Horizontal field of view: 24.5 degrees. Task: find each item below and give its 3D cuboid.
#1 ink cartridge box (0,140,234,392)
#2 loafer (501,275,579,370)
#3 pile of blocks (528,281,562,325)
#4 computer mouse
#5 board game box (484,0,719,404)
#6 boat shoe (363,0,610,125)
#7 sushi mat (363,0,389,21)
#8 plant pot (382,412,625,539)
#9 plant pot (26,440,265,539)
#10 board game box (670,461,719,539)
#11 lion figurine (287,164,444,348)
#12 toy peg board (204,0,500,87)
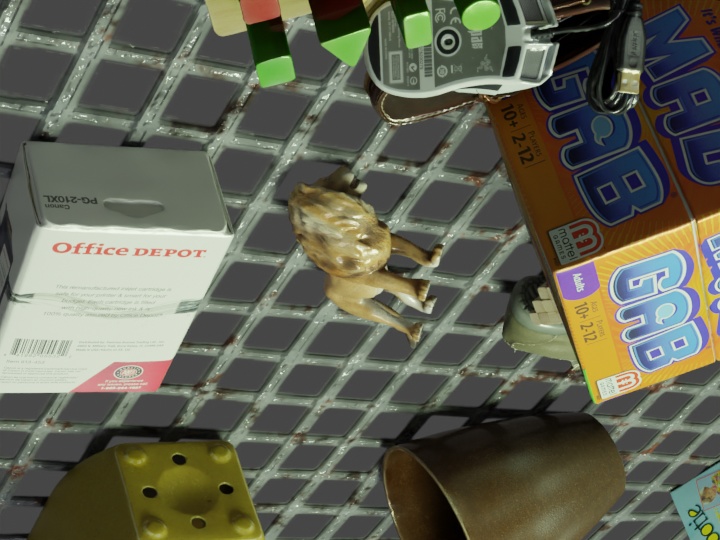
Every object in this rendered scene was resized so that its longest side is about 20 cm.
[{"bbox_3d":[-0.196,0.002,1.221,0.144,0.085,0.200,1,142,-26],"label":"ink cartridge box"},{"bbox_3d":[0.213,0.050,1.498,0.199,0.075,0.070,11,142,-23],"label":"loafer"},{"bbox_3d":[0.228,-0.021,1.421,0.199,0.082,0.062,-25,103,-13],"label":"pile of blocks"},{"bbox_3d":[0.097,-0.155,1.095,0.199,0.110,0.044,1,-175,27],"label":"computer mouse"},{"bbox_3d":[0.221,-0.059,1.229,0.199,0.200,0.200,-21,145,4],"label":"board game box"},{"bbox_3d":[0.094,-0.155,1.157,0.200,0.071,0.070,-30,143,17],"label":"boat shoe"},{"bbox_3d":[0.049,-0.230,1.081,0.095,0.012,0.200,17,131,-40],"label":"sushi mat"},{"bbox_3d":[0.153,0.219,1.624,0.199,0.187,0.187,-23,148,-20],"label":"plant pot"},{"bbox_3d":[-0.180,0.262,1.501,0.193,0.196,0.200,1,134,-26],"label":"plant pot"},{"bbox_3d":[0.470,0.254,1.857,0.200,0.105,0.103,-37,142,25],"label":"board game box"},{"bbox_3d":[0.000,0.000,1.319,0.122,0.073,0.200,18,150,7],"label":"lion figurine"},{"bbox_3d":[-0.006,-0.214,0.988,0.199,0.098,0.200,-15,142,-2],"label":"toy peg board"}]
